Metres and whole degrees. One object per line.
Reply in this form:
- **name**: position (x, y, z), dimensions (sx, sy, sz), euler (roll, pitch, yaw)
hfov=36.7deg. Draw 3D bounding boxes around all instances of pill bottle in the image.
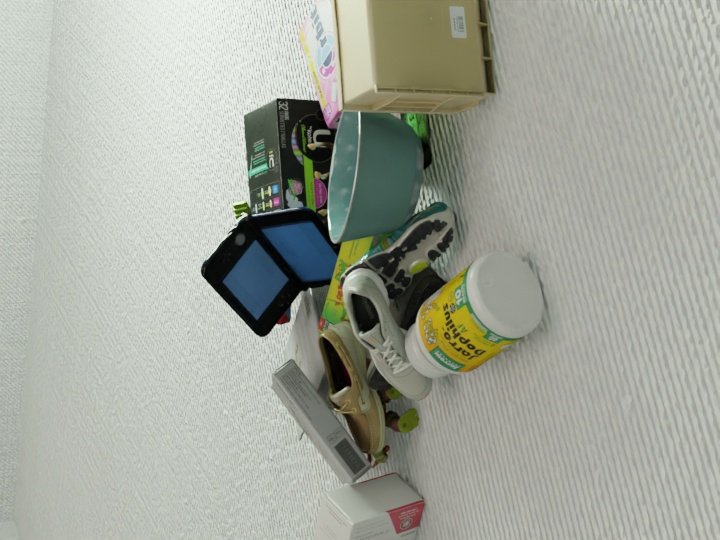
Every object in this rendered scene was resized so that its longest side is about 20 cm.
- **pill bottle**: position (0.139, 0.066, 1.408), dimensions (0.200, 0.111, 0.115), euler (-42, 57, 52)

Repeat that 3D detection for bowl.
- **bowl**: position (0.024, -0.133, 1.496), dimensions (0.201, 0.103, 0.205), euler (-174, 90, -79)

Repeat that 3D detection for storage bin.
- **storage bin**: position (0.069, -0.316, 1.414), dimensions (0.093, 0.195, 0.205), euler (-12, 82, 60)

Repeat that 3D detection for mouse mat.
- **mouse mat**: position (0.074, -0.239, 1.547), dimensions (0.161, 0.007, 0.205), euler (154, 112, -79)

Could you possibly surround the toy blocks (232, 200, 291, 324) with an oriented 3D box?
- **toy blocks**: position (-0.162, 0.000, 1.828), dimensions (0.201, 0.098, 0.139), euler (66, -161, -46)

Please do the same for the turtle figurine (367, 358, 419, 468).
- **turtle figurine**: position (0.019, 0.202, 1.669), dimensions (0.160, 0.063, 0.204), euler (-19, 75, 58)

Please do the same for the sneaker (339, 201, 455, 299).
- **sneaker**: position (0.056, -0.024, 1.539), dimensions (0.199, 0.078, 0.080), euler (-35, 25, 22)

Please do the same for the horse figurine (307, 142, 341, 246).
- **horse figurine**: position (-0.017, -0.134, 1.673), dimensions (0.050, 0.131, 0.204), euler (32, 133, 47)

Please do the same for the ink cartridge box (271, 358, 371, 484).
- **ink cartridge box**: position (-0.064, 0.236, 1.664), dimensions (0.201, 0.043, 0.174), euler (53, 170, 6)

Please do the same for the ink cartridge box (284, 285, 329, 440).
- **ink cartridge box**: position (-0.076, 0.150, 1.796), dimensions (0.202, 0.043, 0.175), euler (-104, 26, -45)

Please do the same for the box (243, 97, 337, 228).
- **box**: position (-0.095, -0.163, 1.755), dimensions (0.124, 0.146, 0.205), euler (-11, 83, 57)

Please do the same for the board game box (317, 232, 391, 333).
- **board game box**: position (0.000, 0.000, 1.645), dimensions (0.047, 0.101, 0.203), euler (26, 121, 17)

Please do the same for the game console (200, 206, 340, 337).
- **game console**: position (-0.120, 0.007, 1.679), dimensions (0.117, 0.201, 0.172), euler (25, 71, 41)

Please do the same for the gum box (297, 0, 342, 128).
- **gum box**: position (-0.030, -0.340, 1.707), dimensions (0.114, 0.065, 0.203), euler (-49, 52, 48)

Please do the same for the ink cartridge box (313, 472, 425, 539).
- **ink cartridge box**: position (0.003, 0.422, 1.634), dimensions (0.082, 0.145, 0.204), euler (36, 124, 43)

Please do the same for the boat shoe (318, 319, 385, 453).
- **boat shoe**: position (-0.019, 0.179, 1.605), dimensions (0.073, 0.066, 0.204), euler (-17, 89, 49)

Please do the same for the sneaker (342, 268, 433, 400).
- **sneaker**: position (0.030, 0.099, 1.487), dimensions (0.075, 0.092, 0.202), euler (-31, 96, 16)

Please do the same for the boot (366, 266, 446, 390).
- **boot**: position (0.052, 0.064, 1.597), dimensions (0.202, 0.067, 0.131), euler (-62, 36, 16)
